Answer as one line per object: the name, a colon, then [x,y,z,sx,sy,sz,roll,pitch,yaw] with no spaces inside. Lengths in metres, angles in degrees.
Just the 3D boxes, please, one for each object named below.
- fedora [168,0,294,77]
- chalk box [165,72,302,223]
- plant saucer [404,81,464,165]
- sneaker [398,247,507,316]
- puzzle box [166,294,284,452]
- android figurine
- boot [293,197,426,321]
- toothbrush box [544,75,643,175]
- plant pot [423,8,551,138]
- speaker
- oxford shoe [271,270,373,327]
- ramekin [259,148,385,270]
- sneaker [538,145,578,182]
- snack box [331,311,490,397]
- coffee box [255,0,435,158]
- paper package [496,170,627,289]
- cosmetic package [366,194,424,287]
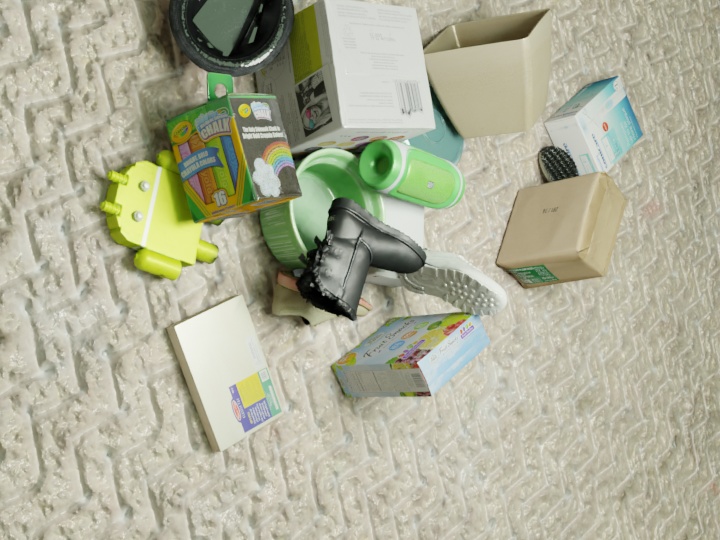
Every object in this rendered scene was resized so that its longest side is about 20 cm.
fedora: [-0.200,-0.378,1.600,0.200,0.092,0.202,2,85,-21]
chalk box: [-0.188,-0.183,1.536,0.125,0.124,0.201,-12,86,-60]
plant saucer: [0.126,-0.261,1.939,0.200,0.027,0.201,8,79,-42]
sneaker: [0.157,0.009,1.711,0.080,0.200,0.077,-33,134,-41]
puzzle box: [-0.199,0.152,1.582,0.133,0.025,0.201,-26,102,-42]
android figurine: [-0.284,-0.082,1.530,0.200,0.041,0.183,25,68,-39]
boot: [0.001,0.000,1.622,0.198,0.073,0.163,33,61,-26]
toothbrush box: [0.493,-0.297,2.240,0.200,0.085,0.147,-40,110,-37]
plant pot: [0.245,-0.351,1.936,0.200,0.199,0.178,-53,133,-54]
speaker: [0.086,-0.154,1.726,0.200,0.088,0.089,12,76,-50]
oxford shoe: [-0.064,0.054,1.705,0.200,0.071,0.074,17,98,-40]
ramekin: [-0.064,-0.087,1.691,0.199,0.097,0.201,7,79,-41]
sneaker: [0.419,-0.157,2.169,0.070,0.093,0.200,-30,77,-21]
snack box: [0.081,0.136,1.721,0.169,0.200,0.068,-36,108,-40]
coffee box: [-0.030,-0.295,1.682,0.199,0.197,0.201,-5,84,-42]
paper package: [0.383,-0.074,2.028,0.103,0.200,0.191,39,59,-32]
cosmetic package: [0.045,-0.078,1.802,0.113,0.081,0.201,14,76,-40]
